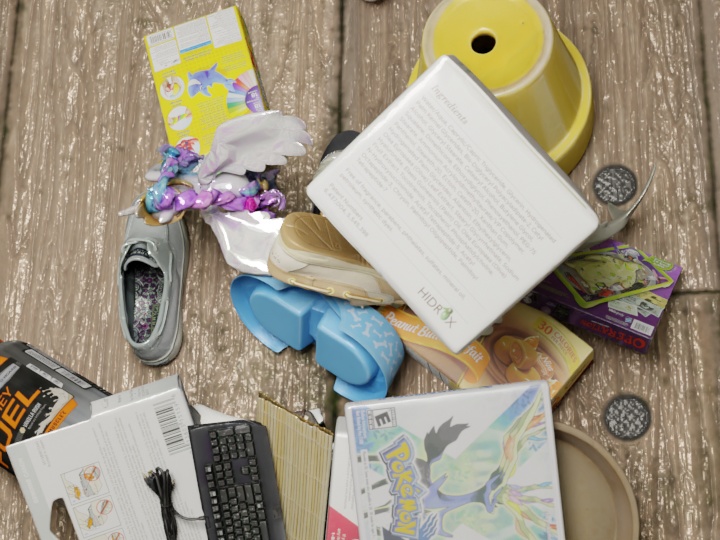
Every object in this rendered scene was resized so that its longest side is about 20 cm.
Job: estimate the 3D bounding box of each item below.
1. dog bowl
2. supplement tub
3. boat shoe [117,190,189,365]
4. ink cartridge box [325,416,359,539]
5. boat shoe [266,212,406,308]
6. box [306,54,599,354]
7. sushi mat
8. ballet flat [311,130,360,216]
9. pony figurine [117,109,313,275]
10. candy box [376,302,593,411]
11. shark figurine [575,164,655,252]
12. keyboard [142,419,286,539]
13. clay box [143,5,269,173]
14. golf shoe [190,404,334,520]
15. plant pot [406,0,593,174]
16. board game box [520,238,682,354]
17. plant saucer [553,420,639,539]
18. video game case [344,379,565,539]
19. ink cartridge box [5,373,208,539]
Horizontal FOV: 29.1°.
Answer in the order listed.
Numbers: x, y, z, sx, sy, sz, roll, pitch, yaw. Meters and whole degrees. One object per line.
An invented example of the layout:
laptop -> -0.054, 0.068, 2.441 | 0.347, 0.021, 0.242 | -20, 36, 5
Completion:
dog bowl -> -0.041, 0.057, 1.419 | 0.200, 0.112, 0.050 | 32, 57, 19
supplement tub -> -0.333, 0.152, 1.430 | 0.200, 0.123, 0.123 | 27, 78, 18
boat shoe -> -0.225, -0.001, 1.490 | 0.070, 0.072, 0.202 | -8, 68, 8
ink cartridge box -> 0.069, 0.223, 1.309 | 0.199, 0.083, 0.146 | 5, 94, -1
boat shoe -> 0.000, 0.000, 1.364 | 0.199, 0.069, 0.074 | 17, 41, -24
box -> 0.085, -0.066, 1.241 | 0.171, 0.199, 0.200 | -42, 92, 10
sushi mat -> -0.070, 0.219, 1.336 | 0.095, 0.201, 0.012 | 24, 33, 30
ballet flat -> -0.023, -0.067, 1.478 | 0.073, 0.073, 0.201 | 6, 72, 12
pony figurine -> -0.138, -0.079, 1.407 | 0.192, 0.200, 0.167 | -4, 102, 1
candy box -> 0.124, 0.069, 1.410 | 0.200, 0.055, 0.116 | 38, 81, 20
shark figurine -> 0.193, -0.057, 1.373 | 0.213, 0.090, 0.128 | 2, 46, -6
keyboard -> -0.139, 0.239, 1.335 | 0.127, 0.021, 0.201 | -7, 108, 4
clay box -> -0.164, -0.187, 1.557 | 0.114, 0.048, 0.201 | -17, 70, 5
golf shoe -> -0.084, 0.173, 1.407 | 0.199, 0.078, 0.095 | 27, 75, 7
plant pot -> 0.137, -0.194, 1.429 | 0.200, 0.189, 0.202 | -4, 70, 10
board game box -> 0.212, 0.001, 1.395 | 0.199, 0.032, 0.120 | 23, 49, 13
plant saucer -> 0.151, 0.231, 1.255 | 0.199, 0.029, 0.201 | 0, 93, -2
video game case -> 0.086, 0.206, 1.227 | 0.181, 0.022, 0.201 | -7, 93, -1
ink cartridge box -> -0.229, 0.221, 1.354 | 0.173, 0.044, 0.201 | -17, 109, -6
